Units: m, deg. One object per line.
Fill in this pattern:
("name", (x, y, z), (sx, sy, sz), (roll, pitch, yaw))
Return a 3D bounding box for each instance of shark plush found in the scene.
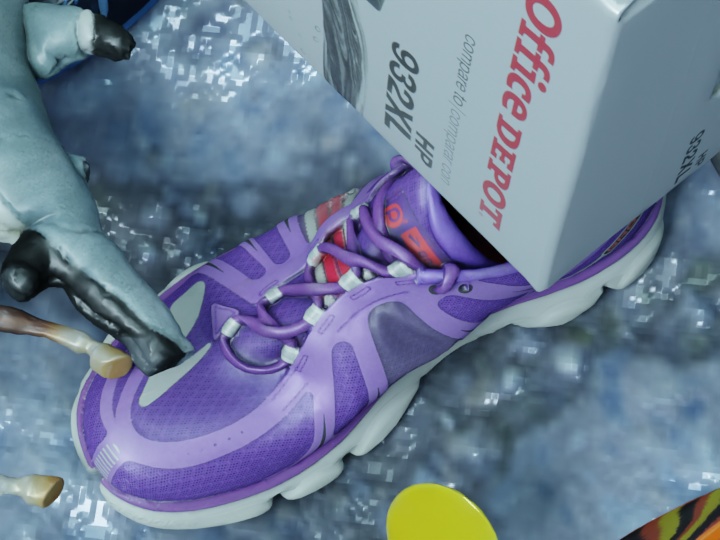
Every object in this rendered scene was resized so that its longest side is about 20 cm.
("shark plush", (-0.106, -0.061, 0.770), (0.083, 0.091, 0.200), (-29, 60, -7))

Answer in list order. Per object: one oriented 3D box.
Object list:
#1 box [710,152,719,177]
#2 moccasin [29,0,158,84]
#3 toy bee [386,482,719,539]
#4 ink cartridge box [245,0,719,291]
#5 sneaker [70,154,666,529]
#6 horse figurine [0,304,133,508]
("box", (0.167, -0.129, 0.780), (0.200, 0.048, 0.159), (-35, 114, -7))
("moccasin", (-0.071, -0.147, 0.839), (0.080, 0.068, 0.200), (37, 81, 14))
("toy bee", (0.031, 0.124, 0.735), (0.199, 0.109, 0.132), (-11, 84, -31))
("ink cartridge box", (0.017, -0.114, 0.706), (0.084, 0.145, 0.200), (-38, 71, -21))
("sneaker", (0.000, 0.000, 0.779), (0.199, 0.083, 0.081), (-33, 73, -5))
("horse figurine", (-0.161, 0.051, 0.748), (0.132, 0.050, 0.200), (27, 53, 18))
